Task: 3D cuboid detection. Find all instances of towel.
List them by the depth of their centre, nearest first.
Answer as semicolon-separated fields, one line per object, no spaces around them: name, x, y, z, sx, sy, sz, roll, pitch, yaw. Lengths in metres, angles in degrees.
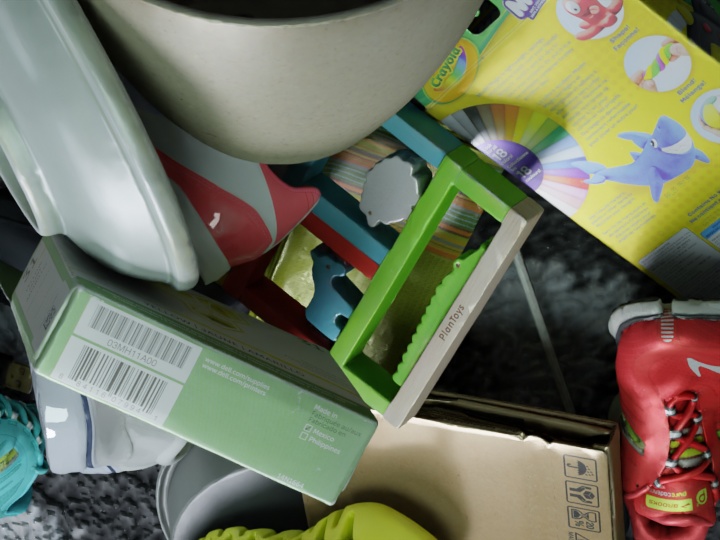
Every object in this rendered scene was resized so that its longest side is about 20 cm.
towel;0.000;0.000;1.222;0.086;0.018;0.201;20;131;-4

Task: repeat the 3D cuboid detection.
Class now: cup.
cup;-0.033;-0.126;1.022;0.199;0.201;0.144;8;143;5

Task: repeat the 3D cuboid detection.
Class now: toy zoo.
toy zoo;-0.027;-0.038;1.147;0.200;0.020;0.132;38;122;12

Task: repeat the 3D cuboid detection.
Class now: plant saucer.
plant saucer;-0.134;-0.072;1.027;0.050;0.200;0.201;-28;126;-9

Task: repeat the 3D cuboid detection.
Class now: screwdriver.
screwdriver;0.100;0.063;1.242;0.028;0.029;0.201;-8;132;18

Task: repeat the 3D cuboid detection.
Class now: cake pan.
cake pan;-0.013;0.144;1.322;0.199;0.037;0.201;6;135;6

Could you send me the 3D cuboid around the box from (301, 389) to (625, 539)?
box;0.051;0.134;1.240;0.163;0.021;0.201;9;137;18

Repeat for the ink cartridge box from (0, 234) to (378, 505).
ink cartridge box;-0.085;0.028;1.116;0.145;0.200;0.048;25;99;-19

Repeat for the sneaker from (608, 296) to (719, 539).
sneaker;0.154;0.075;1.173;0.076;0.085;0.200;0;152;6

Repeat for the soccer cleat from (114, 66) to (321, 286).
soccer cleat;-0.092;-0.095;1.116;0.073;0.068;0.201;-29;92;-6

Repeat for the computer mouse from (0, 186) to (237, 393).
computer mouse;-0.156;0.019;1.251;0.199;0.046;0.141;10;130;3

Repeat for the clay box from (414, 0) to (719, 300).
clay box;0.120;-0.074;1.115;0.200;0.048;0.115;36;129;-17

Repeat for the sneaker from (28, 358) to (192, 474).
sneaker;-0.115;0.058;1.204;0.070;0.200;0.074;-12;84;0

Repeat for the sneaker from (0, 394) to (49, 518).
sneaker;-0.196;0.079;1.277;0.079;0.078;0.200;-6;157;-14

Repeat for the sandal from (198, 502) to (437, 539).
sandal;-0.044;0.175;1.252;0.079;0.087;0.200;43;143;-17
